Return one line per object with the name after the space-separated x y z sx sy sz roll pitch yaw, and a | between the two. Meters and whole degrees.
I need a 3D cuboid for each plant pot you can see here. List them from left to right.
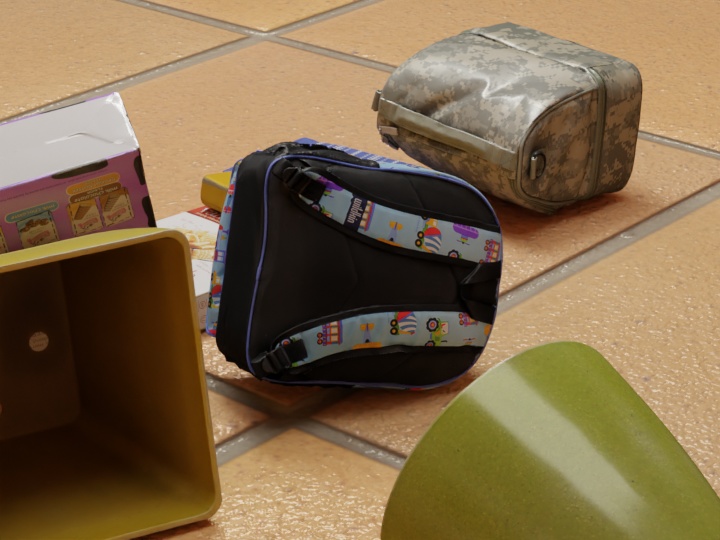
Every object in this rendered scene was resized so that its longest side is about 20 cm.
-0.229 0.073 1.445 0.200 0.200 0.176 -13 15 -25 | plant pot
0.145 0.173 1.236 0.187 0.187 0.200 -19 44 -35 | plant pot

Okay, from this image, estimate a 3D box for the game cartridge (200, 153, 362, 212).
-0.009 -0.050 1.834 0.176 0.032 0.200 -11 28 -41 | game cartridge

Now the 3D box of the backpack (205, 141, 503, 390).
0.000 0.000 1.612 0.200 0.183 0.135 5 3 -22 | backpack

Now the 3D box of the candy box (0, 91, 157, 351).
-0.234 -0.017 1.577 0.168 0.200 0.072 -17 48 -8 | candy box

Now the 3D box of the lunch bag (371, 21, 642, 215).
0.131 -0.138 1.948 0.168 0.140 0.200 -15 31 -43 | lunch bag

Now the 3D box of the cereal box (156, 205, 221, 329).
-0.151 0.002 1.771 0.200 0.040 0.144 -21 32 -39 | cereal box

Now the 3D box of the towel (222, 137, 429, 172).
-0.015 -0.079 1.983 0.200 0.024 0.145 17 28 31 | towel
